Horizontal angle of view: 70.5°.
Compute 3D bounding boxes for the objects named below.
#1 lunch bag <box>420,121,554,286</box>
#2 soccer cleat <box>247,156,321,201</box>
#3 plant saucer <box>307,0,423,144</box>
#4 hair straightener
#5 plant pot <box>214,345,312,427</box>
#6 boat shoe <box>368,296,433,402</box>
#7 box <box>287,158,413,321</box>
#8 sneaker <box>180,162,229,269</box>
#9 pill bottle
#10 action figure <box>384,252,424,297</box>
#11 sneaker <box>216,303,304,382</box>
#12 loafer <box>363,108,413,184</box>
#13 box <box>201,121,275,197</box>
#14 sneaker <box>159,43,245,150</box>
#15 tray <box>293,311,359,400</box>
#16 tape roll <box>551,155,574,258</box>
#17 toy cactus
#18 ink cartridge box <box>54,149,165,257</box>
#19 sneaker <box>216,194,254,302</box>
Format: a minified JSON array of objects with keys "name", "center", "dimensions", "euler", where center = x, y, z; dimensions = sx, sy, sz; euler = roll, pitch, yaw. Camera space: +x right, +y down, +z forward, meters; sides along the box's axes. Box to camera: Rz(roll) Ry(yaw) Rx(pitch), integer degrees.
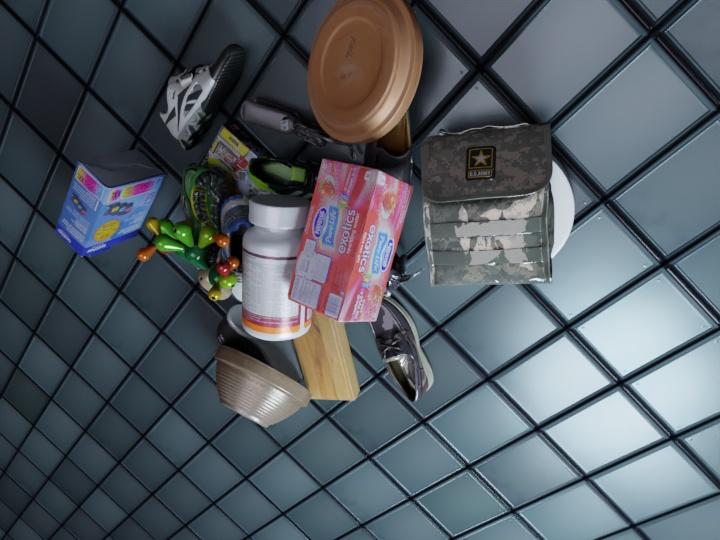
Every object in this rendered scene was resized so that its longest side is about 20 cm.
[{"name":"lunch bag","center":[0.167,-0.089,0.668],"dimensions":[0.162,0.118,0.202],"euler":[-2,107,22]},{"name":"soccer cleat","center":[-0.076,-0.136,0.778],"dimensions":[0.197,0.081,0.068],"euler":[8,92,-1]},{"name":"plant saucer","center":[-0.005,-0.275,0.685],"dimensions":[0.199,0.032,0.203],"euler":[4,95,42]},{"name":"hair straightener","center":[-0.097,-0.211,0.777],"dimensions":[0.198,0.077,0.041],"euler":[27,119,8]},{"name":"plant pot","center":[-0.198,0.227,0.951],"dimensions":[0.199,0.093,0.201],"euler":[25,160,10]},{"name":"boat shoe","center":[0.065,0.137,0.882],"dimensions":[0.071,0.065,0.202],"euler":[-18,105,29]},{"name":"box","center":[-0.015,-0.039,0.704],"dimensions":[0.102,0.094,0.202],"euler":[18,96,34]},{"name":"sneaker","center":[-0.262,-0.089,0.868],"dimensions":[0.085,0.077,0.202],"euler":[44,137,37]},{"name":"pill bottle","center":[-0.124,-0.006,0.768],"dimensions":[0.108,0.110,0.202],"euler":[11,109,16]},{"name":"action figure","center":[0.000,0.000,0.817],"dimensions":[0.198,0.119,0.103],"euler":[21,119,25]},{"name":"sneaker","center":[-0.197,0.151,0.997],"dimensions":[0.200,0.071,0.099],"euler":[46,140,-16]},{"name":"loafer","center":[0.042,-0.169,0.734],"dimensions":[0.072,0.072,0.202],"euler":[-10,114,-5]},{"name":"box","center":[-0.181,-0.132,0.868],"dimensions":[0.200,0.038,0.137],"euler":[42,122,-2]},{"name":"sneaker","center":[-0.260,-0.290,0.805],"dimensions":[0.089,0.074,0.200],"euler":[45,121,-6]},{"name":"tray","center":[-0.071,0.151,0.960],"dimensions":[0.098,0.037,0.202],"euler":[-4,111,22]},{"name":"tape roll","center":[0.205,-0.088,0.741],"dimensions":[0.200,0.037,0.205],"euler":[9,117,17]},{"name":"toy cactus","center":[-0.246,-0.005,0.782],"dimensions":[0.198,0.103,0.166],"euler":[22,151,27]},{"name":"ink cartridge box","center":[-0.460,-0.113,0.929],"dimensions":[0.076,0.136,0.200],"euler":[44,121,3]},{"name":"sneaker","center":[-0.199,-0.018,0.841],"dimensions":[0.076,0.085,0.202],"euler":[-9,128,-17]}]
